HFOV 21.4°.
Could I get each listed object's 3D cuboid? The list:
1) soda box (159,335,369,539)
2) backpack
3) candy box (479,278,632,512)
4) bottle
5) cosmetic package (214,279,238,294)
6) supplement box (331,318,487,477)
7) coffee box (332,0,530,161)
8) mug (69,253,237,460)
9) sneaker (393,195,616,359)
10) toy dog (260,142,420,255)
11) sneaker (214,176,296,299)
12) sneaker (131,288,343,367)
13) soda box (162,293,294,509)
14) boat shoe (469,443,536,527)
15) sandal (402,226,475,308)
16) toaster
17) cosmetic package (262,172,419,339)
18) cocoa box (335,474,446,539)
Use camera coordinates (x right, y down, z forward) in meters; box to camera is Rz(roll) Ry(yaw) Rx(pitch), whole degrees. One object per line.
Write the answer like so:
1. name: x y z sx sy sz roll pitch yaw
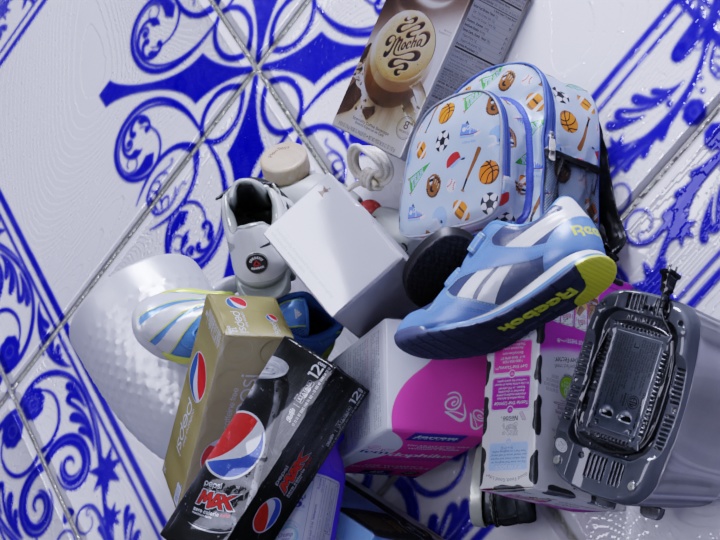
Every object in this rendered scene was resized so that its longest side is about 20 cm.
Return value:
1. soda box: -0.081 0.161 1.612 0.063 0.071 0.201 29 85 33
2. backpack: 0.128 -0.089 1.714 0.199 0.154 0.192 -12 59 43
3. candy box: 0.168 0.097 1.619 0.061 0.136 0.201 -9 71 41
4. bottle: -0.055 0.188 1.671 0.083 0.065 0.201 -1 70 34
5. cosmetic package: -0.103 0.109 1.916 0.102 0.074 0.200 -55 49 14
6. supplement box: 0.037 0.117 1.704 0.200 0.101 0.104 135 137 -65
7. coffee box: 0.069 -0.206 1.846 0.113 0.080 0.201 29 98 45
8. mug: -0.155 0.083 1.839 0.199 0.148 0.176 -33 64 -6
9. sneaker: 0.113 0.010 1.555 0.199 0.074 0.083 -27 61 22
10. toy dog: -0.039 -0.050 1.876 0.096 0.132 0.199 -45 29 -27
11. sneaker: -0.095 -0.057 1.771 0.074 0.089 0.200 -13 29 -3
12. sneaker: -0.104 0.042 1.743 0.105 0.199 0.076 -38 52 51
13. soda box: -0.119 0.120 1.699 0.064 0.067 0.201 -118 38 -50
14. boat shoe: 0.144 0.131 1.681 0.066 0.075 0.200 5 64 19
15. sandal: 0.079 0.009 1.653 0.075 0.200 0.045 -20 62 6
16. toaster: 0.246 0.101 1.548 0.113 0.129 0.201 14 88 44
17. cosmetic package: 0.000 0.000 1.710 0.085 0.200 0.108 -41 69 3
18. cocoa box: -0.032 0.267 1.758 0.200 0.131 0.134 28 97 44
